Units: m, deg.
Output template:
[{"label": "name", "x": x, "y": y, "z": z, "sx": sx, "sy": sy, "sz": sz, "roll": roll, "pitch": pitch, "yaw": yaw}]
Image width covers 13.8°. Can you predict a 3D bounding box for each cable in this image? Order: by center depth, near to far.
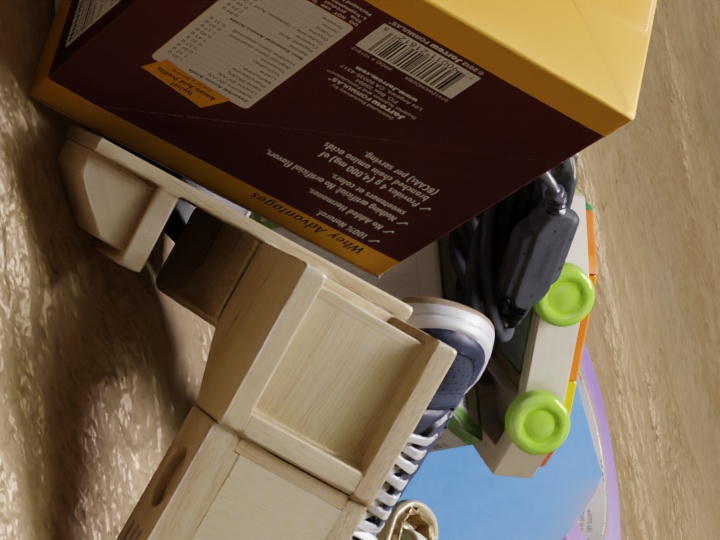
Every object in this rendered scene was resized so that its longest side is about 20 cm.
[{"label": "cable", "x": 0.062, "y": -0.049, "z": 1.473, "sx": 0.200, "sy": 0.051, "sz": 0.163, "roll": 102, "pitch": -19, "yaw": -55}]

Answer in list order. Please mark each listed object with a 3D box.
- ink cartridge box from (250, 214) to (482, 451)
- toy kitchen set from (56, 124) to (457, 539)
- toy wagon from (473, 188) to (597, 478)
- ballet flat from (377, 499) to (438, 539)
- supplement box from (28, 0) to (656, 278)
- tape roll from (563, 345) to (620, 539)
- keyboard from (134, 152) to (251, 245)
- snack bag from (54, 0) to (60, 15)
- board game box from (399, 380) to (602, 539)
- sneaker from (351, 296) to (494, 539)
[{"label": "ink cartridge box", "x": 0.000, "y": 0.000, "z": 1.585, "sx": 0.059, "sy": 0.104, "sz": 0.200, "roll": 44, "pitch": 37, "yaw": -63}, {"label": "toy kitchen set", "x": -0.093, "y": 0.054, "z": 1.326, "sx": 0.163, "sy": 0.180, "sz": 0.200, "roll": 30, "pitch": -1, "yaw": -18}, {"label": "toy wagon", "x": 0.090, "y": 0.005, "z": 1.570, "sx": 0.155, "sy": 0.040, "sz": 0.200, "roll": -126, "pitch": -135, "yaw": -72}, {"label": "ballet flat", "x": 0.019, "y": 0.209, "z": 1.574, "sx": 0.069, "sy": 0.069, "sz": 0.200, "roll": 57, "pitch": 26, "yaw": -52}, {"label": "supplement box", "x": -0.004, "y": -0.124, "z": 1.320, "sx": 0.197, "sy": 0.200, "sz": 0.133, "roll": 28, "pitch": 56, "yaw": -23}, {"label": "tape roll", "x": 0.115, "y": 0.121, "z": 1.965, "sx": 0.200, "sy": 0.066, "sz": 0.200, "roll": -12, "pitch": 90, "yaw": -75}, {"label": "keyboard", "x": -0.070, "y": -0.102, "z": 1.479, "sx": 0.104, "sy": 0.040, "sz": 0.200, "roll": 52, "pitch": 48, "yaw": -33}, {"label": "snack bag", "x": -0.070, "y": -0.151, "z": 1.440, "sx": 0.189, "sy": 0.021, "sz": 0.200, "roll": 12, "pitch": 64, "yaw": -39}, {"label": "board game box", "x": 0.046, "y": 0.083, "z": 1.684, "sx": 0.039, "sy": 0.158, "sz": 0.200, "roll": 20, "pitch": -50, "yaw": 64}, {"label": "sneaker", "x": 0.000, "y": 0.096, "z": 1.421, "sx": 0.070, "sy": 0.200, "sz": 0.109, "roll": 21, "pitch": 55, "yaw": -21}]
